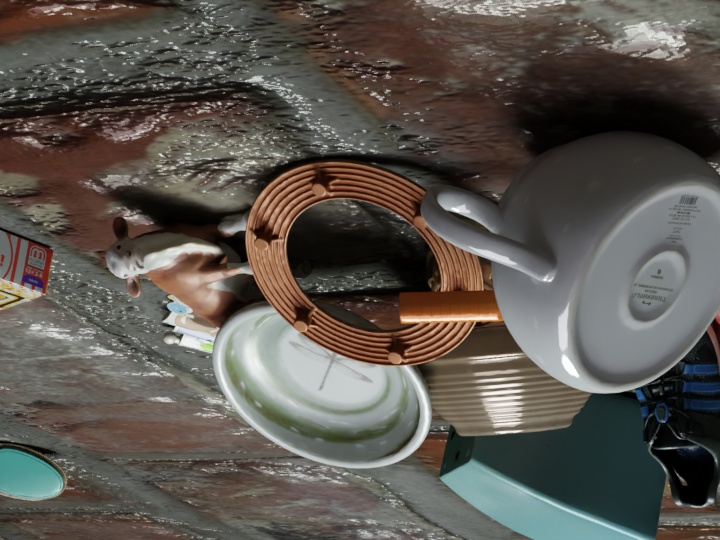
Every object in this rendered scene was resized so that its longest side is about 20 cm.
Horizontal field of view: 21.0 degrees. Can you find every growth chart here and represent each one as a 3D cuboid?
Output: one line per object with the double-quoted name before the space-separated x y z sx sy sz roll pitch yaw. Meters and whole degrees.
"growth chart" -0.119 0.049 1.853 0.143 0.018 0.200 13 158 -14

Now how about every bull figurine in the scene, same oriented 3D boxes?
"bull figurine" -0.127 -0.001 1.642 0.120 0.066 0.200 -8 161 21

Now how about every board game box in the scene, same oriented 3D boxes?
"board game box" -0.395 -0.002 1.762 0.151 0.047 0.199 23 155 -37

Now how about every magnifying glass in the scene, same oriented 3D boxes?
"magnifying glass" 0.128 0.025 1.472 0.198 0.080 0.023 -3 136 5

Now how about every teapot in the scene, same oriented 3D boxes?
"teapot" 0.158 -0.020 1.376 0.146 0.197 0.201 37 159 42

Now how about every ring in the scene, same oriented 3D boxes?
"ring" 0.000 0.000 1.524 0.198 0.019 0.202 12 130 14

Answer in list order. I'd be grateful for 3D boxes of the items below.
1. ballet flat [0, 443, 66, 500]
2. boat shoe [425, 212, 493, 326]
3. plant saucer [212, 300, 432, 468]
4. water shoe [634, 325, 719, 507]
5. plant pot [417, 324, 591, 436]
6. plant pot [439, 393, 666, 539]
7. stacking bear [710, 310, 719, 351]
"ballet flat" -0.469 0.244 2.463 0.198 0.071 0.065 13 -173 -9
"boat shoe" 0.086 0.012 1.602 0.071 0.068 0.200 5 160 5
"plant saucer" -0.028 0.086 1.666 0.198 0.050 0.201 14 137 13
"water shoe" 0.251 0.101 1.529 0.071 0.079 0.201 -11 126 26
"plant pot" 0.128 0.093 1.685 0.198 0.094 0.201 -4 177 0
"plant pot" 0.191 0.191 1.969 0.198 0.143 0.141 20 158 -13
"stacking bear" 0.329 0.043 1.560 0.120 0.115 0.200 -2 154 22
